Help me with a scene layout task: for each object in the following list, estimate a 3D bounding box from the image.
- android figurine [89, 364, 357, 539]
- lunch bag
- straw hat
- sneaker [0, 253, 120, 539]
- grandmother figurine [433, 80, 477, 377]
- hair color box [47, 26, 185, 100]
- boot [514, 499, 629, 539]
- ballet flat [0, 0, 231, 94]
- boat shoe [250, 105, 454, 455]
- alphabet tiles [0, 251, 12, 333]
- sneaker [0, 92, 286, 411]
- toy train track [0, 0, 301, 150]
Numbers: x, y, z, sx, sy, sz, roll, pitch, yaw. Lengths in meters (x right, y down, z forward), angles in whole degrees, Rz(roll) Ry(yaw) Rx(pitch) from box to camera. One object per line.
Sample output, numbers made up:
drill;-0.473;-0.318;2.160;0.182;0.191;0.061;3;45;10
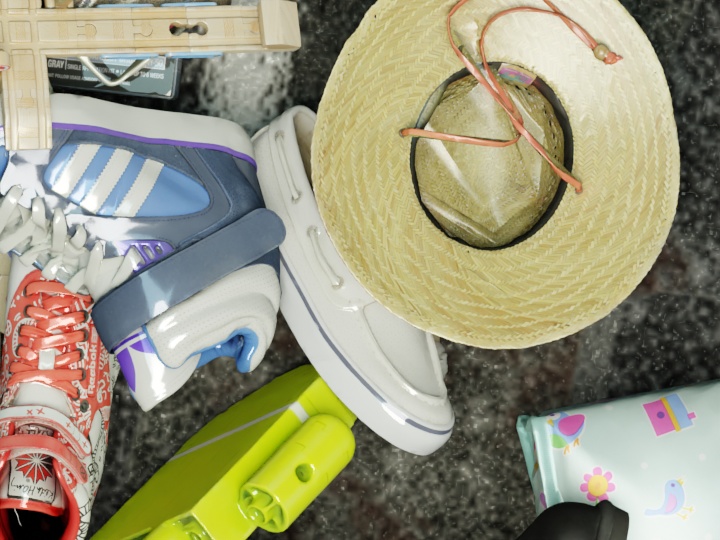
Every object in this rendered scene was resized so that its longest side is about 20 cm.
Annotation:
android figurine;-0.072;0.113;1.545;0.041;0.182;0.200;54;49;-8
lunch bag;0.180;0.160;1.582;0.170;0.122;0.201;-11;88;-2
straw hat;0.064;-0.055;1.529;0.200;0.085;0.202;1;82;-9
sneaker;-0.156;0.057;1.547;0.067;0.108;0.202;8;107;-2
grandmother figurine;0.037;-0.025;1.601;0.121;0.061;0.201;15;96;25
hair color box;-0.135;-0.194;1.580;0.099;0.061;0.201;6;92;-1
boot;0.020;0.167;1.493;0.158;0.079;0.211;33;109;-11
ballet flat;-0.153;-0.116;1.516;0.199;0.068;0.067;-25;104;-6
boat shoe;0.000;0.000;1.549;0.070;0.071;0.200;-45;60;26
alphabet tiles;-0.239;-0.032;1.579;0.166;0.006;0.201;2;111;0
sneaker;-0.132;-0.004;1.492;0.199;0.081;0.147;2;67;-26
toy train track;-0.122;-0.120;1.467;0.199;0.033;0.115;-3;80;-21
